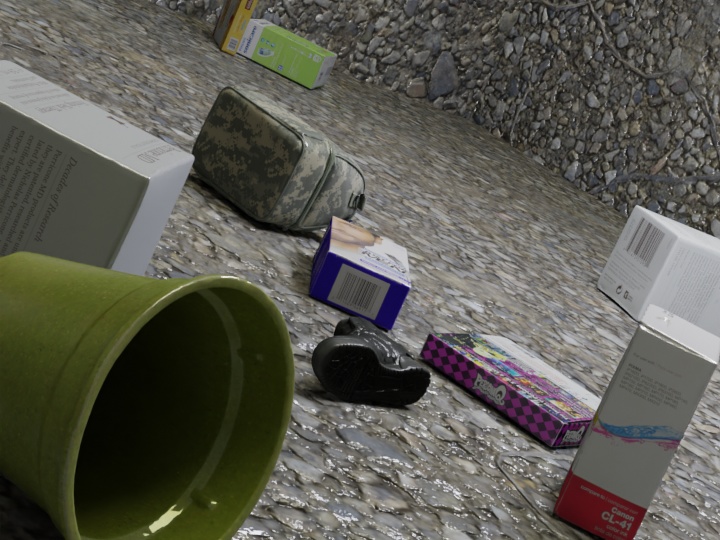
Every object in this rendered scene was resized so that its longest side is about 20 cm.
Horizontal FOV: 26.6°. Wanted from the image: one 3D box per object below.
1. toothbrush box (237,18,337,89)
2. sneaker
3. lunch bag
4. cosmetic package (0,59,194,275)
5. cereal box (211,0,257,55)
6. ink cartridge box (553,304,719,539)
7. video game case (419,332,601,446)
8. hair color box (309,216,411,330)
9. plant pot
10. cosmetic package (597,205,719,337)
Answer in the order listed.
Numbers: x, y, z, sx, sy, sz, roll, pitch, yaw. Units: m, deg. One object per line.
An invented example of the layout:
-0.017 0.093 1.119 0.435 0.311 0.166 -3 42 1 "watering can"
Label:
-0.168 -0.498 3.495 0.199 0.087 0.146 28 13 5 "toothbrush box"
-0.003 0.085 1.525 0.199 0.060 0.104 20 14 -49 "sneaker"
-0.102 -0.142 2.054 0.199 0.140 0.167 35 16 35 "lunch bag"
-0.279 -0.061 1.317 0.198 0.168 0.167 27 12 2 "cosmetic package"
-0.285 -0.576 3.449 0.039 0.145 0.200 20 13 -19 "cereal box"
0.268 0.147 1.470 0.085 0.202 0.148 27 13 10 "ink cartridge box"
0.191 0.135 1.748 0.199 0.036 0.181 33 14 31 "video game case"
0.000 0.000 1.860 0.108 0.065 0.200 24 11 -6 "hair color box"
-0.174 0.075 0.975 0.183 0.203 0.200 20 8 33 "plant pot"
0.557 0.013 2.669 0.198 0.166 0.165 19 14 -24 "cosmetic package"
